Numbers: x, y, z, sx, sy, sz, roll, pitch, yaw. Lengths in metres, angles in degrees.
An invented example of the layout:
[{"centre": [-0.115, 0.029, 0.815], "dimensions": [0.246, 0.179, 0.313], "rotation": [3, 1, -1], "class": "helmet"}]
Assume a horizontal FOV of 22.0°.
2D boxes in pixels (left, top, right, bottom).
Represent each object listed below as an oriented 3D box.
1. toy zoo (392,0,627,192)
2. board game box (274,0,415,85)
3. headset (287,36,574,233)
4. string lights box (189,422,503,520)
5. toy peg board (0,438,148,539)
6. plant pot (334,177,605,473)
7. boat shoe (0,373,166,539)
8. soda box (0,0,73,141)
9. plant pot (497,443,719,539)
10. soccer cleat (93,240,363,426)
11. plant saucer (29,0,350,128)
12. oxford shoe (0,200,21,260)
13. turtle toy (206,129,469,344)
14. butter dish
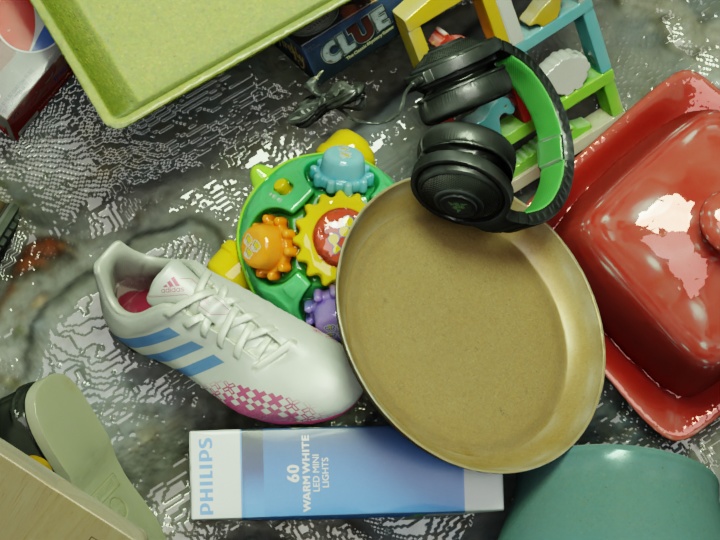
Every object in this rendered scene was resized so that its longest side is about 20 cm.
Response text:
[{"centre": [0.099, -0.148, 1.241], "dimensions": [0.131, 0.020, 0.201], "rotation": [-32, 128, -9], "class": "toy zoo"}, {"centre": [0.021, -0.214, 1.258], "dimensions": [0.199, 0.135, 0.035], "rotation": [-33, 127, -9], "class": "board game box"}, {"centre": [0.053, -0.089, 1.175], "dimensions": [0.199, 0.094, 0.124], "rotation": [12, 69, -44], "class": "headset"}, {"centre": [-0.012, 0.133, 1.211], "dimensions": [0.198, 0.103, 0.059], "rotation": [-1, 83, -6], "class": "string lights box"}, {"centre": [-0.259, 0.174, 1.162], "dimensions": [0.199, 0.098, 0.200], "rotation": [33, 107, -7], "class": "toy peg board"}, {"centre": [0.067, 0.035, 1.173], "dimensions": [0.199, 0.027, 0.201], "rotation": [13, 61, -25], "class": "plant pot"}, {"centre": [-0.181, 0.167, 1.214], "dimensions": [0.063, 0.074, 0.202], "rotation": [-23, 96, 30], "class": "boat shoe"}, {"centre": [-0.200, -0.190, 1.262], "dimensions": [0.070, 0.063, 0.200], "rotation": [38, 79, 3], "class": "soda box"}, {"centre": [0.160, 0.218, 1.177], "dimensions": [0.199, 0.200, 0.189], "rotation": [8, 67, -4], "class": "plant pot"}, {"centre": [-0.091, 0.039, 1.188], "dimensions": [0.199, 0.087, 0.070], "rotation": [19, 58, 27], "class": "soccer cleat"}, {"centre": [-0.117, -0.202, 1.198], "dimensions": [0.199, 0.048, 0.200], "rotation": [-30, 69, -9], "class": "plant saucer"}, {"centre": [-0.297, 0.010, 1.195], "dimensions": [0.084, 0.073, 0.200], "rotation": [41, 55, 1], "class": "oxford shoe"}, {"centre": [0.000, 0.000, 1.232], "dimensions": [0.200, 0.101, 0.146], "rotation": [44, 80, 0], "class": "turtle toy"}, {"centre": [0.230, -0.020, 1.235], "dimensions": [0.200, 0.148, 0.200], "rotation": [-41, 88, -10], "class": "butter dish"}]
